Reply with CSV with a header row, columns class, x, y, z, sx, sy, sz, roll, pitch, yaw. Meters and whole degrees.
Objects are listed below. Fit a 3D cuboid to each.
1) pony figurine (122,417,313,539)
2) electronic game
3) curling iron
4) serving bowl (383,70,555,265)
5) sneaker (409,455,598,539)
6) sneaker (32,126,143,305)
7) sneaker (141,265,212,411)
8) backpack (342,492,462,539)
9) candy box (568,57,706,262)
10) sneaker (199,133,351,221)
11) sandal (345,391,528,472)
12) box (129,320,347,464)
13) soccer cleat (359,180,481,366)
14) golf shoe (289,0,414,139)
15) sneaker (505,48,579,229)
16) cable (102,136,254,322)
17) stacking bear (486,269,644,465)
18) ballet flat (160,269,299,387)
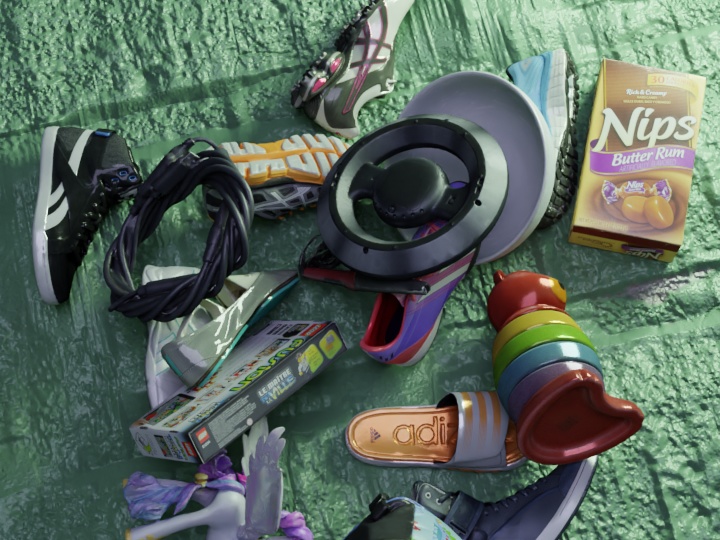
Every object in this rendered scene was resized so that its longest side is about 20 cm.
class,x,y,z,sx,sy,sz,roll,pitch,yaw
pony figurine,-0.126,0.233,1.412,0.199,0.167,0.194,-5,103,-5
electronic game,0.051,-0.076,1.461,0.199,0.042,0.201,-11,53,15
curling iron,0.000,0.000,1.476,0.200,0.025,0.050,17,82,52
serving bowl,0.122,-0.103,1.527,0.199,0.066,0.201,-1,88,36
sneaker,0.131,0.224,1.438,0.146,0.077,0.203,35,75,9
sneaker,-0.281,-0.063,1.539,0.111,0.073,0.201,-2,69,1
sneaker,-0.179,0.086,1.491,0.080,0.070,0.201,-3,70,-4
backpack,0.049,0.336,1.331,0.200,0.147,0.183,37,113,-12
candy box,0.296,-0.119,1.570,0.116,0.057,0.201,11,70,4
sneaker,-0.077,-0.093,1.555,0.199,0.078,0.078,-1,39,-18
sandal,0.087,0.162,1.468,0.205,0.059,0.080,-5,71,-2
box,-0.118,0.114,1.427,0.200,0.110,0.035,-37,111,-33
soccer cleat,0.062,0.003,1.477,0.068,0.073,0.201,30,101,35
golf shoe,0.009,-0.235,1.611,0.088,0.077,0.200,40,77,-8
sneaker,0.184,-0.138,1.579,0.089,0.078,0.201,-2,70,23
cable,-0.180,-0.026,1.457,0.200,0.051,0.163,-49,53,11
stacking bear,0.181,0.081,1.453,0.114,0.121,0.201,-37,42,21
ballet flat,-0.130,0.039,1.467,0.064,0.067,0.200,43,43,-1
